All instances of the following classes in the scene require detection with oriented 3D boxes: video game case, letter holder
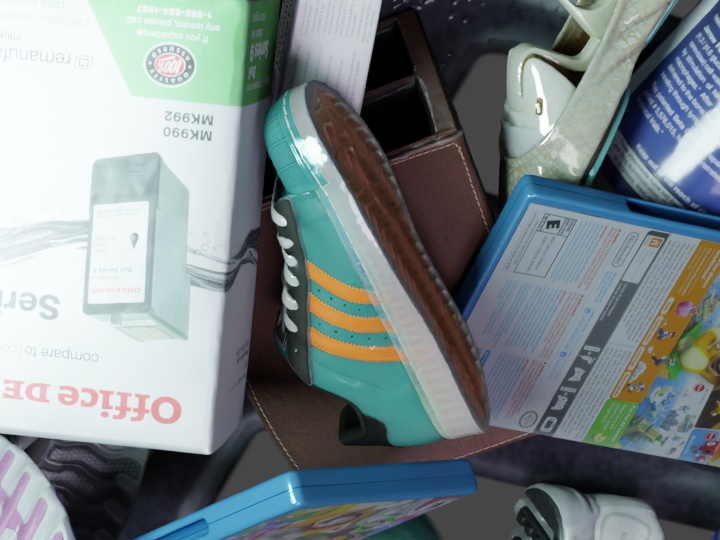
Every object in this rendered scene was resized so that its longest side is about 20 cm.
[{"bbox_3d":[0.139,0.030,1.390,0.199,0.018,0.144,11,129,-21],"label":"video game case"},{"bbox_3d":[0.000,0.000,1.414,0.141,0.101,0.201,-21,131,3],"label":"letter holder"},{"bbox_3d":[-0.062,0.133,1.390,0.199,0.018,0.143,-26,165,33],"label":"video game case"}]

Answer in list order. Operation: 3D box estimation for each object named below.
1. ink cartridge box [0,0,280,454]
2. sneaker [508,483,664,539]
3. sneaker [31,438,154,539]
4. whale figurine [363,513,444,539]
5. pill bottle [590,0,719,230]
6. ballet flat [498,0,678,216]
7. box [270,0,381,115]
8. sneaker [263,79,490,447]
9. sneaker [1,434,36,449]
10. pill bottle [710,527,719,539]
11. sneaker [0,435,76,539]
[{"bbox_3d":[-0.118,-0.028,1.279,0.145,0.084,0.201,5,98,6],"label":"ink cartridge box"},{"bbox_3d":[0.114,0.205,1.639,0.081,0.075,0.201,-3,130,-26],"label":"sneaker"},{"bbox_3d":[-0.116,0.044,1.436,0.074,0.082,0.201,30,97,-17],"label":"sneaker"},{"bbox_3d":[-0.023,0.176,1.569,0.158,0.104,0.200,-8,154,-13],"label":"whale figurine"},{"bbox_3d":[0.199,-0.087,1.393,0.111,0.111,0.200,27,117,-33],"label":"pill bottle"},{"bbox_3d":[0.102,-0.108,1.362,0.062,0.067,0.201,27,93,-22],"label":"ballet flat"},{"bbox_3d":[-0.005,-0.158,1.285,0.041,0.039,0.201,6,111,-12],"label":"box"},{"bbox_3d":[-0.011,0.007,1.305,0.079,0.072,0.201,-16,125,15],"label":"sneaker"},{"bbox_3d":[-0.190,0.006,1.362,0.075,0.092,0.200,-25,131,3],"label":"sneaker"},{"bbox_3d":[0.245,0.182,1.625,0.119,0.120,0.201,16,122,-28],"label":"pill bottle"},{"bbox_3d":[-0.186,0.112,1.349,0.081,0.200,0.089,-50,143,-8],"label":"sneaker"}]
